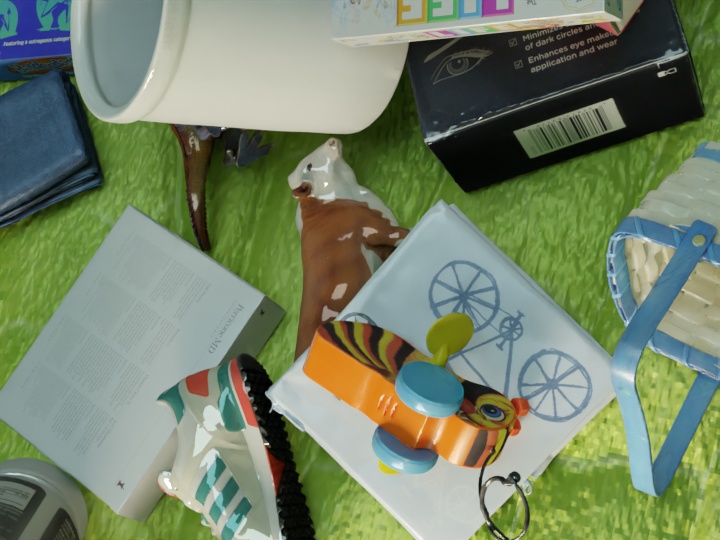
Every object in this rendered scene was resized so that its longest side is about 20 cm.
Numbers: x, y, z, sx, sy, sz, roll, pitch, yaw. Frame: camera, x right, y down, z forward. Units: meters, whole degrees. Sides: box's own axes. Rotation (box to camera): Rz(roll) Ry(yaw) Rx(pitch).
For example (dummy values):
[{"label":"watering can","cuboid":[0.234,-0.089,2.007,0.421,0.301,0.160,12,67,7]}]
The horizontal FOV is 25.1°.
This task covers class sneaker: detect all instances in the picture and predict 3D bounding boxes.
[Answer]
[{"label":"sneaker","cuboid":[-0.095,0.167,1.186,0.093,0.070,0.201,-17,81,15]}]

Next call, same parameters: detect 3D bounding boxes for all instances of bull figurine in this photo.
[{"label":"bull figurine","cuboid":[0.000,0.000,1.219,0.121,0.065,0.201,1,77,14]}]

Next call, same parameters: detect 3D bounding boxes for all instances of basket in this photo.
[{"label":"basket","cuboid":[0.225,0.033,1.069,0.138,0.177,0.201,18,61,25]}]

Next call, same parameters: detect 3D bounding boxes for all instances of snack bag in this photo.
[{"label":"snack bag","cuboid":[0.061,0.084,1.157,0.188,0.021,0.200,43,96,5]}]

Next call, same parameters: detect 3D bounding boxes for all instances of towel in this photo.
[{"label":"towel","cuboid":[-0.319,-0.085,1.378,0.199,0.049,0.112,-25,66,12]}]

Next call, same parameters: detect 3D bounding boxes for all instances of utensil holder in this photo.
[{"label":"utensil holder","cuboid":[-0.086,-0.184,1.172,0.170,0.199,0.171,-9,80,58]}]

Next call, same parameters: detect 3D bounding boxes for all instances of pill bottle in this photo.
[{"label":"pill bottle","cuboid":[-0.266,0.216,1.164,0.113,0.200,0.115,1,105,5]}]

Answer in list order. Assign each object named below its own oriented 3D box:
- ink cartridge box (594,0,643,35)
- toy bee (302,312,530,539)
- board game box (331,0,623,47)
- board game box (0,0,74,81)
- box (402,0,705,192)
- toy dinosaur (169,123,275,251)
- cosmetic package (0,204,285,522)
[{"label":"ink cartridge box","cuboid":[0.132,-0.278,1.124,0.200,0.083,0.147,33,86,26]},{"label":"toy bee","cuboid":[0.058,0.103,1.109,0.131,0.108,0.201,-46,70,37]},{"label":"board game box","cuboid":[0.074,-0.225,1.068,0.199,0.034,0.135,-2,87,29]},{"label":"board game box","cuboid":[-0.261,-0.269,1.419,0.151,0.045,0.201,-3,71,20]},{"label":"box","cuboid":[0.133,-0.191,1.205,0.196,0.117,0.201,-17,68,14]},{"label":"toy dinosaur","cuboid":[-0.152,-0.150,1.320,0.181,0.105,0.201,37,100,47]},{"label":"cosmetic package","cuboid":[-0.176,0.071,1.270,0.150,0.052,0.201,33,86,28]}]
